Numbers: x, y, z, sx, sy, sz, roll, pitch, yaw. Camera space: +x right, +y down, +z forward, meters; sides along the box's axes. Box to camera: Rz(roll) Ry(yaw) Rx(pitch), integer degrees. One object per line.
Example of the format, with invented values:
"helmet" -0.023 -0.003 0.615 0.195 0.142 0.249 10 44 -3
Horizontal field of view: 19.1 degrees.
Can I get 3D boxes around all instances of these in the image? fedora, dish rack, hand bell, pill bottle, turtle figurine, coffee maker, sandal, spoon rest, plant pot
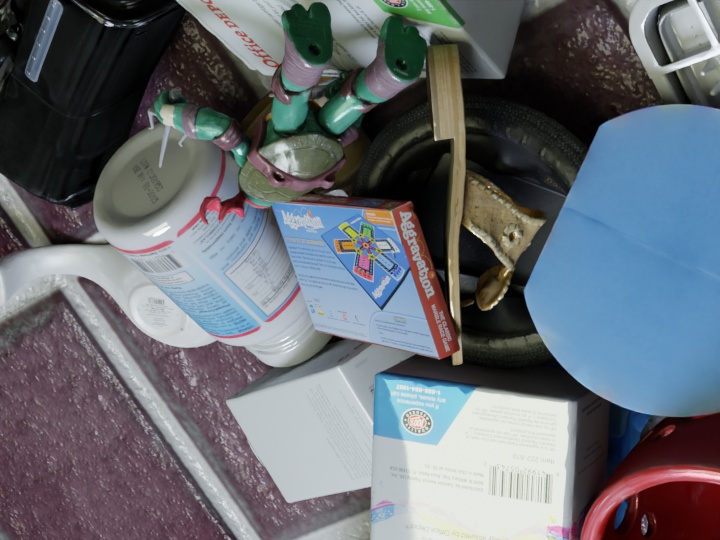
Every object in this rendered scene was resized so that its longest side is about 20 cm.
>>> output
"fedora" 0.096 -0.030 1.462 0.200 0.092 0.201 3 98 23
"dish rack" 0.278 -0.112 1.337 0.171 0.044 0.200 -17 108 39
"hand bell" 0.010 -0.051 1.547 0.104 0.104 0.200 -24 116 41
"pill bottle" -0.099 -0.014 1.569 0.109 0.109 0.200 -3 145 35
"turtle figurine" -0.045 -0.098 1.395 0.200 0.150 0.101 -42 65 51
"coffee maker" -0.197 -0.157 1.586 0.192 0.135 0.200 25 134 -8
"sandal" 0.085 -0.042 1.375 0.070 0.078 0.212 -5 104 0
"spoon rest" -0.197 0.011 1.737 0.200 0.061 0.099 9 125 14
"plant pot" 0.272 0.166 1.424 0.200 0.182 0.201 17 126 25

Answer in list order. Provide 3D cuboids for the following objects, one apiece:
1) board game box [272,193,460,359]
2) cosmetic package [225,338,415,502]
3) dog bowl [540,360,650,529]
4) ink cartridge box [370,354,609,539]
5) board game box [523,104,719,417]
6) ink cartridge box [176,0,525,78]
"board game box" 0.000 0.000 1.435 0.200 0.019 0.103 9 121 65
"cosmetic package" -0.013 0.109 1.615 0.102 0.074 0.200 60 152 -7
"dog bowl" 0.150 0.116 1.513 0.111 0.050 0.200 12 102 -1
"ink cartridge box" 0.087 0.166 1.454 0.144 0.085 0.200 7 102 23
"board game box" 0.202 -0.009 1.373 0.158 0.039 0.200 25 100 5
"ink cartridge box" -0.011 -0.194 1.408 0.200 0.083 0.147 4 158 32
